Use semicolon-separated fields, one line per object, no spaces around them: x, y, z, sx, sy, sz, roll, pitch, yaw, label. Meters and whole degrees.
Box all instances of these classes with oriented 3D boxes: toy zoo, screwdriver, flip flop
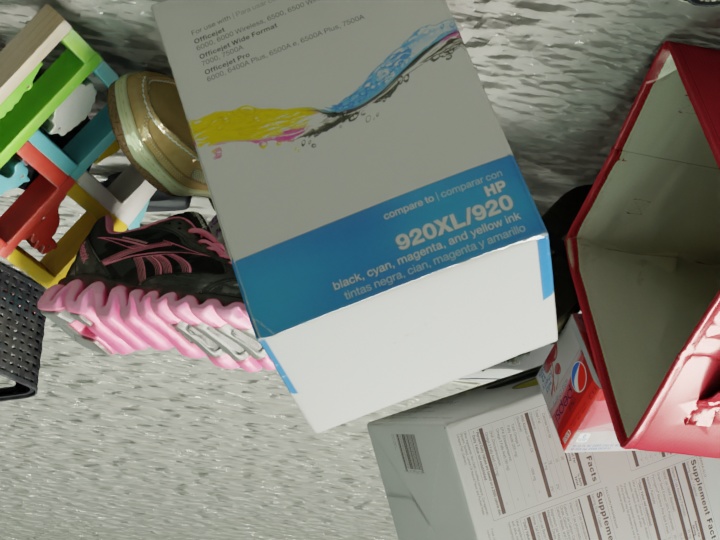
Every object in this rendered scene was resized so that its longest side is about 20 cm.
-0.184;-0.063;0.893;0.020;0.131;0.200;41;175;27;toy zoo
-0.218;-0.054;1.015;0.198;0.029;0.028;-2;158;-4;screwdriver
0.142;0.003;0.972;0.081;0.200;0.058;38;138;21;flip flop

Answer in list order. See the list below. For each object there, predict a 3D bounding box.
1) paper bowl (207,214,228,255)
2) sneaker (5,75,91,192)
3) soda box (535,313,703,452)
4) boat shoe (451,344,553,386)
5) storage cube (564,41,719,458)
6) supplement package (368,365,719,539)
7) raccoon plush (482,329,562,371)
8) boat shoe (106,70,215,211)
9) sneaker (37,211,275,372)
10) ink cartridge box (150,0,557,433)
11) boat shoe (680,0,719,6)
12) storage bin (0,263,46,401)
0.000;0.000;0.961;0.199;0.105;0.201;-18;161;-6;paper bowl
-0.241;-0.103;0.882;0.082;0.071;0.200;23;174;28;sneaker
0.221;0.073;0.940;0.199;0.064;0.070;1;137;-20;soda box
0.084;0.066;1.250;0.199;0.072;0.066;5;155;-29;boat shoe
0.245;-0.003;0.849;0.178;0.201;0.172;7;133;-15;storage cube
0.137;0.151;1.037;0.199;0.152;0.152;-16;180;-21;supplement package
0.068;0.047;1.124;0.199;0.097;0.134;-16;164;-21;raccoon plush
-0.081;-0.082;0.905;0.076;0.072;0.200;-14;165;20;boat shoe
-0.105;0.003;0.880;0.199;0.096;0.079;5;149;32;sneaker
-0.001;-0.050;0.749;0.144;0.201;0.147;-21;155;1;ink cartridge box
0.225;-0.164;0.676;0.074;0.063;0.199;18;154;-39;boat shoe
-0.364;0.038;1.176;0.134;0.094;0.200;-10;156;26;storage bin
